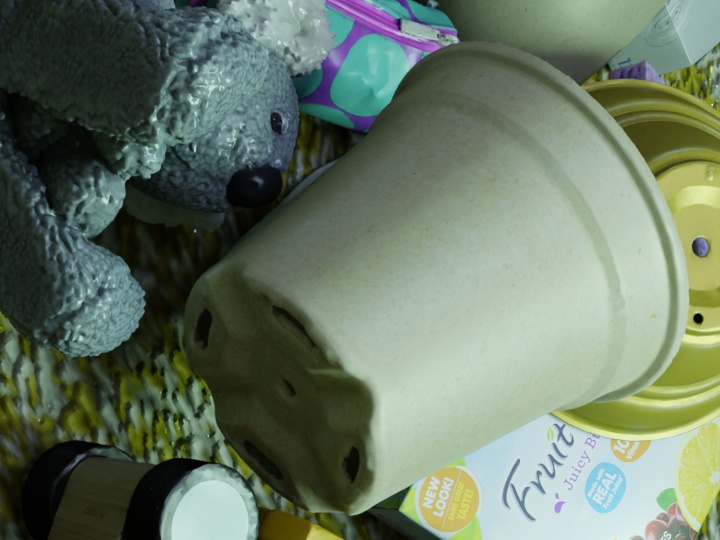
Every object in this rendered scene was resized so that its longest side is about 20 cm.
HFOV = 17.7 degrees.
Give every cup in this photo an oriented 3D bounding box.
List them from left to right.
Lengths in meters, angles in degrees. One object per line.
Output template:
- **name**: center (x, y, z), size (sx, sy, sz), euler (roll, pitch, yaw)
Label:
- **cup**: center (0.102, -0.189, 1.355), size (0.200, 0.200, 0.144), euler (18, 92, -44)

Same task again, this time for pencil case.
- **pencil case**: center (-0.034, -0.134, 1.240), size (0.200, 0.092, 0.085), euler (20, 54, -41)

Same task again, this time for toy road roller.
- **toy road roller**: center (-0.081, 0.175, 1.094), size (0.200, 0.123, 0.147), euler (30, 73, -37)

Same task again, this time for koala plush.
- **koala plush**: center (-0.101, -0.079, 1.104), size (0.184, 0.178, 0.200), euler (41, 27, 27)

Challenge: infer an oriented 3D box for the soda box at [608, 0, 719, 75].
- **soda box**: center (0.169, -0.227, 1.509), size (0.068, 0.063, 0.201), euler (-37, 107, -45)

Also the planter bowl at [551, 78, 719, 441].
- **planter bowl**: center (0.165, -0.010, 1.237), size (0.199, 0.083, 0.201), euler (2, 84, -20)

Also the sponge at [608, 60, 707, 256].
- **sponge**: center (0.203, -0.028, 1.388), size (0.200, 0.030, 0.112), euler (40, 43, -48)

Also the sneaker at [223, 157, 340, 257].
- **sneaker**: center (0.000, 0.000, 1.269), size (0.200, 0.070, 0.100), euler (-41, 120, -48)

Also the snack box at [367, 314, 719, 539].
- **snack box**: center (0.121, 0.089, 1.294), size (0.168, 0.068, 0.200), euler (35, 75, -16)

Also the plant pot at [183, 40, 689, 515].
- **plant pot**: center (0.024, 0.019, 1.115), size (0.183, 0.200, 0.201), euler (-34, 105, -33)
